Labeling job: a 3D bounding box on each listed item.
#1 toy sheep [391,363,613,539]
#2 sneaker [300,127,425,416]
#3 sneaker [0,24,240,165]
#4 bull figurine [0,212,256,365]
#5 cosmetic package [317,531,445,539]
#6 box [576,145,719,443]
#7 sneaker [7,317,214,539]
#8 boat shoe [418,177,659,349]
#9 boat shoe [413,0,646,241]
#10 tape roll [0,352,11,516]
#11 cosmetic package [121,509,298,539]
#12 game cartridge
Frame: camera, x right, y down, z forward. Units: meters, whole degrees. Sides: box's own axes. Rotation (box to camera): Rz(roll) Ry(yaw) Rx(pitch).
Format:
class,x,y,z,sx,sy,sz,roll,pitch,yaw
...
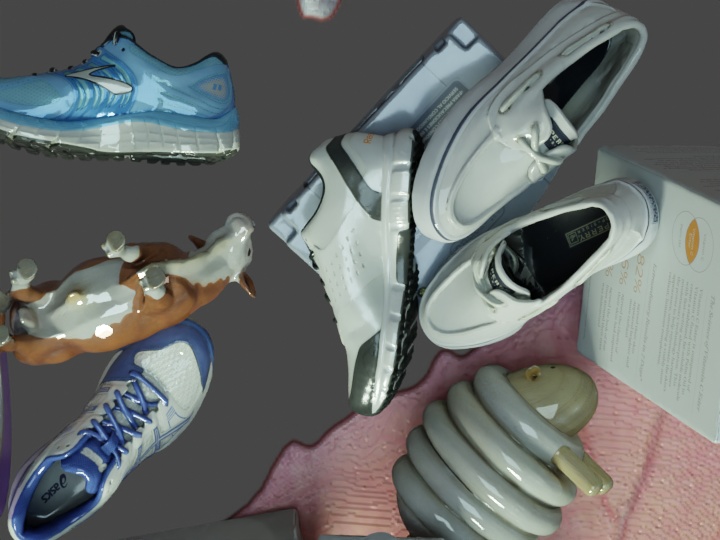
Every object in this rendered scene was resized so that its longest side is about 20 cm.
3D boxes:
class,x,y,z,sx,sy,sz,roll,pitch,yaw
toy sheep,0.091,0.144,1.458,0.138,0.138,0.200,42,96,-11
sneaker,0.000,0.000,1.423,0.079,0.074,0.201,4,99,9
sneaker,-0.181,-0.123,1.425,0.199,0.078,0.091,4,85,-6
bull figurine,-0.165,0.014,1.429,0.199,0.121,0.065,-24,73,9
cosmetic package,0.046,0.268,1.452,0.106,0.091,0.200,-4,144,33
box,0.240,0.011,1.381,0.106,0.200,0.153,-1,106,-22
sneaker,-0.174,0.121,1.467,0.075,0.088,0.200,38,99,-8
boat shoe,0.107,0.001,1.381,0.199,0.066,0.072,-25,84,36
boat shoe,0.116,-0.096,1.374,0.200,0.066,0.072,-47,127,-15
tape roll,-0.285,0.073,1.393,0.065,0.200,0.201,-5,104,0
cosmetic package,-0.134,0.240,1.481,0.199,0.107,0.091,-7,103,2
game cartridge,0.049,-0.060,1.454,0.133,0.042,0.200,42,99,-15
